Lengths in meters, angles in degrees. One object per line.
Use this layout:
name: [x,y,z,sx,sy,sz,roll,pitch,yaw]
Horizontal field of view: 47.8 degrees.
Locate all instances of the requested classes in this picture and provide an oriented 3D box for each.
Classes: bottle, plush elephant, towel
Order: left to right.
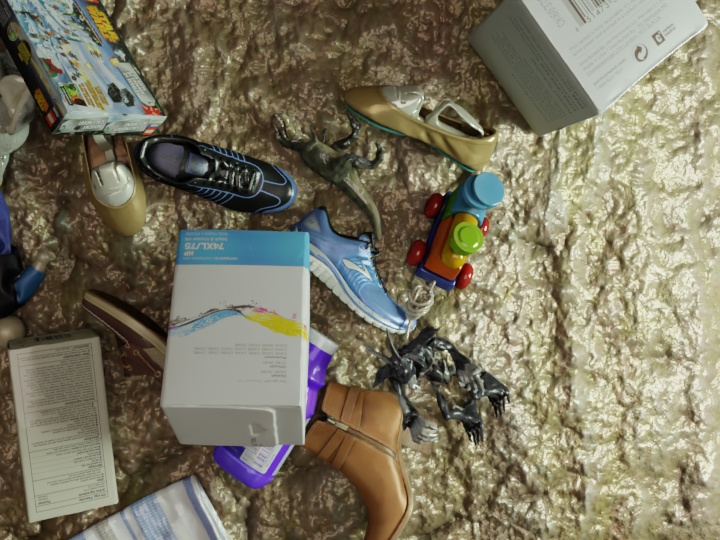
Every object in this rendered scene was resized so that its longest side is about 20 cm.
plush elephant: [-0.430,-0.181,0.882,0.199,0.165,0.156,-10,62,-38]
towel: [-0.261,0.361,1.015,0.199,0.024,0.148,-26,95,-5]
bottle: [-0.099,0.165,1.000,0.083,0.065,0.201,31,88,13]

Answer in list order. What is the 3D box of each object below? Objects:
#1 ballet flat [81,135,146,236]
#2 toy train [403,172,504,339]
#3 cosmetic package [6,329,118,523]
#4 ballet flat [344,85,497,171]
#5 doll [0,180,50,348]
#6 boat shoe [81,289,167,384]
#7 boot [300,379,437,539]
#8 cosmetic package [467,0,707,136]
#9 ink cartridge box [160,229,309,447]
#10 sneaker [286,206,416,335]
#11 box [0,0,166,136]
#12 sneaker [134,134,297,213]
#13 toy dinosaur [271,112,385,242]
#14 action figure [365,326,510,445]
ballet flat: [-0.305,-0.138,0.963,0.068,0.063,0.202,-14,95,-4]
toy train: [0.109,-0.017,0.969,0.084,0.116,0.201,25,67,-8]
cosmetic package: [-0.350,0.178,0.953,0.103,0.073,0.202,-6,97,-24]
ballet flat: [0.078,-0.191,0.998,0.199,0.069,0.063,23,125,-14]
doll: [-0.435,-0.007,0.961,0.135,0.048,0.202,-11,94,-5]
boat shoe: [-0.261,0.103,0.980,0.200,0.072,0.072,40,86,-14]
boot: [-0.004,0.245,1.012,0.154,0.077,0.202,21,88,-9]
cosmetic package: [0.256,-0.282,0.957,0.164,0.200,0.165,-38,95,-4]
ink cartridge box: [-0.130,0.078,0.900,0.144,0.147,0.202,1,63,-3]
sneaker: [0.000,0.000,1.002,0.200,0.079,0.089,43,90,-7]
box: [-0.317,-0.239,0.895,0.040,0.136,0.201,-39,75,31]
sneaker: [-0.172,-0.114,0.974,0.198,0.078,0.071,13,91,-7]
toy dinosaur: [-0.018,-0.137,1.000,0.200,0.047,0.088,45,97,6]
action figure: [0.097,0.141,0.975,0.199,0.102,0.119,30,112,-34]
